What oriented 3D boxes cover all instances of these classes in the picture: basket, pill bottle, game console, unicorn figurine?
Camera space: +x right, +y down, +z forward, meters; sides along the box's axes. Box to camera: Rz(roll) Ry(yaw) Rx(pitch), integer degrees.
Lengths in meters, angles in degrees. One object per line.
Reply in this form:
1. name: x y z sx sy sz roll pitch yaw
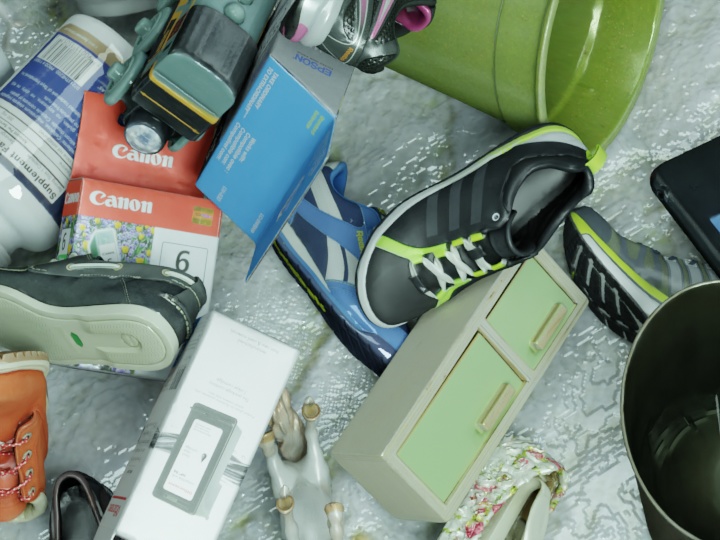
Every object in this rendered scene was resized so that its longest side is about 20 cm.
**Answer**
1. basket: 0.242 0.129 1.544 0.136 0.200 0.181 -7 65 5
2. pill bottle: -0.240 -0.086 1.749 0.111 0.111 0.200 37 76 20
3. game console: 0.327 -0.027 1.666 0.176 0.031 0.200 -23 63 -25
4. unicorn figurine: -0.041 0.182 1.610 0.074 0.138 0.200 5 50 6

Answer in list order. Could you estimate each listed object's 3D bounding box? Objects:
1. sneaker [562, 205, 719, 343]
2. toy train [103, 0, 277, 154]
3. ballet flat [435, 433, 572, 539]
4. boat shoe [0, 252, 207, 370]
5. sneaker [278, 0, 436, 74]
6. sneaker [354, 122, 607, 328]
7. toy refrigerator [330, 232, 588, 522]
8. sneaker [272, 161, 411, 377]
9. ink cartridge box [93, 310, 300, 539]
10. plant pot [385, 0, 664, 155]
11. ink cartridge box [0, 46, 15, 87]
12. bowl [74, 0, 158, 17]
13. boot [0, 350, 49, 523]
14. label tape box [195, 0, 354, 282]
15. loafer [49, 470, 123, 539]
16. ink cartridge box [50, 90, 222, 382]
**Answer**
1. sneaker: 0.227 0.019 1.674 0.200 0.074 0.081 42 67 16
2. toy train: -0.110 -0.170 1.689 0.085 0.114 0.200 37 48 -17
3. ballet flat: 0.081 0.201 1.599 0.064 0.076 0.200 13 67 40
4. boat shoe: -0.198 0.022 1.620 0.199 0.072 0.068 6 49 29
5. sneaker: 0.018 -0.205 1.636 0.086 0.080 0.200 35 54 -7
6. sneaker: 0.080 -0.029 1.607 0.200 0.072 0.083 -41 26 5
7. toy refrigerator: 0.072 0.073 1.633 0.070 0.076 0.200 -4 45 54
8. sneaker: 0.000 0.000 1.703 0.082 0.074 0.200 -32 67 -9
9. ink cartridge box: -0.117 0.133 1.572 0.068 0.116 0.201 26 81 -8
10. plant pot: 0.098 -0.195 1.729 0.190 0.200 0.200 17 69 28
11. ink cartridge box: -0.342 -0.135 1.737 0.083 0.200 0.146 31 73 21
12. bowl: -0.183 -0.252 1.806 0.200 0.201 0.095 -9 110 3
13. boot: -0.246 0.115 1.618 0.075 0.200 0.108 -5 73 0
14. label tape box: -0.057 -0.113 1.659 0.063 0.144 0.200 26 44 -9
15. loafer: -0.187 0.235 1.628 0.072 0.063 0.201 -14 65 1
16. ink cartridge box: -0.159 -0.024 1.692 0.109 0.050 0.201 9 86 -20
